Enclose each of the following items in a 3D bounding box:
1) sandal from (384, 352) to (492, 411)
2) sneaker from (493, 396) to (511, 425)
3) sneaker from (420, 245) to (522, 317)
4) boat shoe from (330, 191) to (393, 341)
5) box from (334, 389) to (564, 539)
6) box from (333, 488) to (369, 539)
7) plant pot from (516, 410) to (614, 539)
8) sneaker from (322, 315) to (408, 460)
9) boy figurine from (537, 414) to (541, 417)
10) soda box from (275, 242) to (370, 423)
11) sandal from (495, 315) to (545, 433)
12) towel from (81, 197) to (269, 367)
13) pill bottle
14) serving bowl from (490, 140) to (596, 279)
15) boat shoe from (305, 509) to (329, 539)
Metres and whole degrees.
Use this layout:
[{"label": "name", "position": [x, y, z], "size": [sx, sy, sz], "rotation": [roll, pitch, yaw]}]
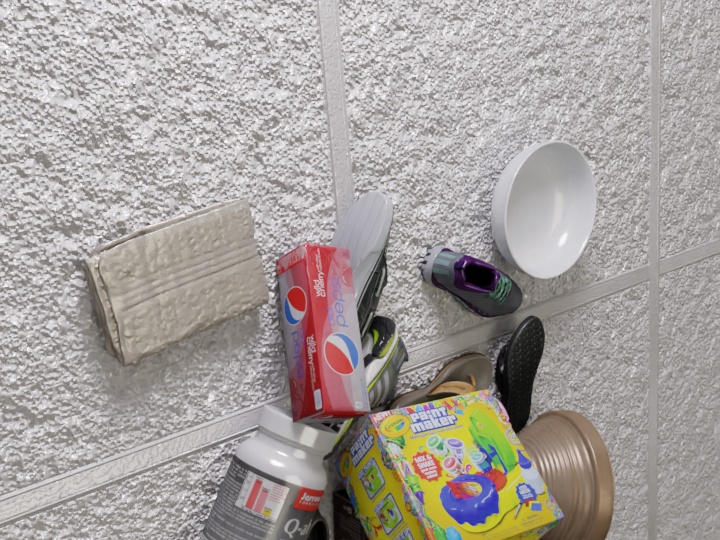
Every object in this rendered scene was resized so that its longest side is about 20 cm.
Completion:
[{"label": "sandal", "position": [0.120, 0.182, 1.153], "size": [0.200, 0.055, 0.082], "rotation": [-20, 111, -33]}, {"label": "sneaker", "position": [0.157, 0.280, 1.198], "size": [0.095, 0.079, 0.200], "rotation": [12, 90, -27]}, {"label": "sneaker", "position": [0.177, 0.026, 1.146], "size": [0.200, 0.087, 0.075], "rotation": [21, 86, -38]}, {"label": "boat shoe", "position": [0.000, 0.000, 1.026], "size": [0.071, 0.072, 0.200], "rotation": [14, 100, -47]}, {"label": "box", "position": [0.107, 0.276, 1.031], "size": [0.200, 0.193, 0.122], "rotation": [-6, 142, -34]}, {"label": "box", "position": [0.024, 0.388, 1.110], "size": [0.100, 0.075, 0.200], "rotation": [-9, 103, -37]}, {"label": "plant pot", "position": [0.246, 0.290, 1.111], "size": [0.093, 0.201, 0.201], "rotation": [6, 96, -19]}, {"label": "sneaker", "position": [0.002, 0.161, 1.050], "size": [0.200, 0.074, 0.081], "rotation": [-55, 129, -14]}, {"label": "boy figurine", "position": [0.272, 0.331, 1.275], "size": [0.124, 0.064, 0.200], "rotation": [-29, 134, -71]}, {"label": "soda box", "position": [-0.044, 0.072, 0.946], "size": [0.070, 0.063, 0.200], "rotation": [8, 65, -38]}, {"label": "sandal", "position": [0.231, 0.158, 1.247], "size": [0.075, 0.048, 0.201], "rotation": [-12, 118, -37]}, {"label": "towel", "position": [-0.195, 0.010, 0.892], "size": [0.200, 0.034, 0.133], "rotation": [-23, 114, -33]}, {"label": "pill bottle", "position": [-0.107, 0.267, 0.956], "size": [0.116, 0.116, 0.200], "rotation": [27, 83, -38]}, {"label": "serving bowl", "position": [0.258, -0.090, 1.200], "size": [0.200, 0.066, 0.200], "rotation": [-8, 103, -37]}, {"label": "boat shoe", "position": [-0.076, 0.387, 1.030], "size": [0.074, 0.073, 0.200], "rotation": [-9, 104, -36]}]
